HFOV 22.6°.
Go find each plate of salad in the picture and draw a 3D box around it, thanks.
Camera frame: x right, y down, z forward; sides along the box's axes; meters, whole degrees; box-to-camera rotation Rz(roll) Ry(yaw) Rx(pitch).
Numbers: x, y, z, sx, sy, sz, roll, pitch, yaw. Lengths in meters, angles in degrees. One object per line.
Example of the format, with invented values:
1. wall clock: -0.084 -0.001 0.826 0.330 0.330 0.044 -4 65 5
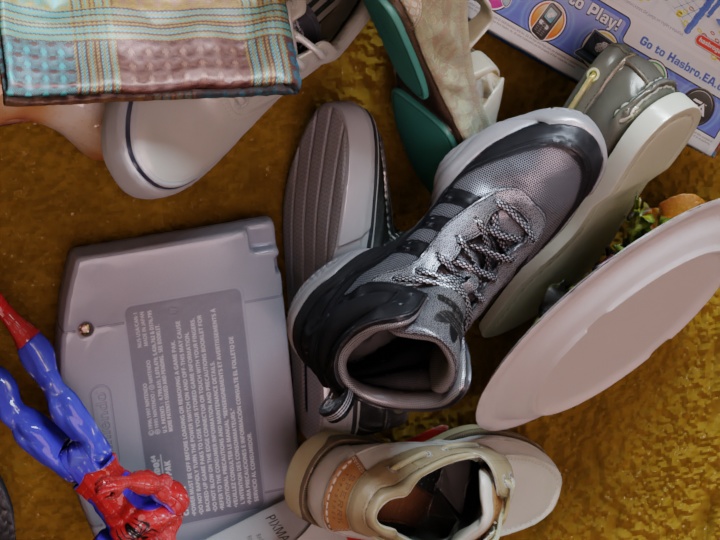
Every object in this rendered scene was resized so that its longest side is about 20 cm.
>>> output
1. plate of salad: 0.140 0.020 1.027 0.200 0.200 0.048 -37 70 -3

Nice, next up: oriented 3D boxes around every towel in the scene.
1. towel: -0.114 -0.169 0.876 0.146 0.200 0.022 -5 152 -16

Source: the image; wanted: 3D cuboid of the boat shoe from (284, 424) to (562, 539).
1. boat shoe: 0.051 0.130 1.020 0.200 0.068 0.075 3 103 -43

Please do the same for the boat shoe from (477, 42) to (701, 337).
1. boat shoe: 0.113 -0.041 1.012 0.072 0.060 0.202 -20 153 -43

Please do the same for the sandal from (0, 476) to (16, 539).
1. sandal: -0.224 0.172 1.018 0.075 0.045 0.200 -12 125 -7

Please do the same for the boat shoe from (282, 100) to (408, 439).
1. boat shoe: 0.000 0.000 1.018 0.071 0.072 0.201 -7 114 -26

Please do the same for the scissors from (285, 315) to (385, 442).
1. scissors: -0.001 0.111 1.077 0.073 0.014 0.200 -46 115 2

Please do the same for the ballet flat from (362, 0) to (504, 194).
1. ballet flat: 0.049 -0.105 0.956 0.062 0.067 0.200 -37 150 -10

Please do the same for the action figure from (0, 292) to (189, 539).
1. action figure: -0.158 0.104 0.948 0.065 0.099 0.200 -37 103 19

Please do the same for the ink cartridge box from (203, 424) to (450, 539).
1. ink cartridge box: -0.012 0.202 1.059 0.200 0.050 0.163 -24 124 -10

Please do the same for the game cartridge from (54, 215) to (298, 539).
1. game cartridge: -0.104 0.074 1.023 0.133 0.040 0.201 -10 110 -18

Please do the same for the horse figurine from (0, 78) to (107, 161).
1. horse figurine: -0.141 -0.106 0.916 0.200 0.050 0.133 22 71 -31

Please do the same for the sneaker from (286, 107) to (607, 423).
1. sneaker: 0.052 0.004 0.917 0.200 0.114 0.076 -38 114 10

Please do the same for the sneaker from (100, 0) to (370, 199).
1. sneaker: -0.054 -0.114 0.907 0.073 0.071 0.200 53 54 -26

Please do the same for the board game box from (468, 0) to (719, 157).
1. board game box: 0.159 -0.196 1.006 0.200 0.056 0.196 26 97 -23
